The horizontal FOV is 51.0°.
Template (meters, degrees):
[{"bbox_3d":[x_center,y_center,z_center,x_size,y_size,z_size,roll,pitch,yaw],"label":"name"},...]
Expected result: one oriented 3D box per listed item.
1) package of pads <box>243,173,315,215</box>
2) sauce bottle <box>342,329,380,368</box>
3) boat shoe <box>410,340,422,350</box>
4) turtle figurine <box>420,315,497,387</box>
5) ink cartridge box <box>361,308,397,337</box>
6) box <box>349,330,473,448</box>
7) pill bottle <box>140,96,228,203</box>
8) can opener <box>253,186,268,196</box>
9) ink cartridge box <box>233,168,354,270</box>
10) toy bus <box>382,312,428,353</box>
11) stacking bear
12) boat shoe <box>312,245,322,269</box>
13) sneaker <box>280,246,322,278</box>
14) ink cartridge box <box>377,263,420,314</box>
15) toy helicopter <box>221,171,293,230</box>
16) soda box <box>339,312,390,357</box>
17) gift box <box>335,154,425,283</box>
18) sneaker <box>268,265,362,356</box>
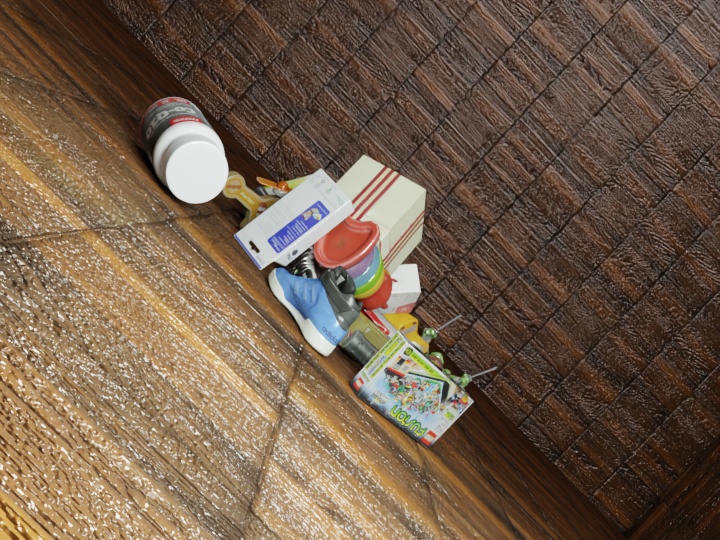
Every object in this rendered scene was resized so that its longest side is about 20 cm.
[{"bbox_3d":[-0.143,-0.144,1.630,0.154,0.195,0.070,32,46,-75],"label":"package of pads"},{"bbox_3d":[0.053,0.180,1.253,0.200,0.066,0.066,47,3,-7],"label":"sauce bottle"},{"bbox_3d":[0.122,0.228,1.525,0.067,0.073,0.202,-88,162,-45],"label":"boat shoe"},{"bbox_3d":[0.187,0.204,1.718,0.194,0.196,0.147,-36,113,-64],"label":"turtle figurine"},{"bbox_3d":[0.021,0.122,1.525,0.116,0.067,0.200,47,4,34],"label":"ink cartridge box"},{"bbox_3d":[0.082,0.187,1.158,0.200,0.110,0.035,42,4,-39],"label":"box"},{"bbox_3d":[-0.278,-0.191,1.190,0.114,0.114,0.200,42,4,-37],"label":"pill bottle"},{"bbox_3d":[-0.158,-0.079,1.535,0.202,0.053,0.067,56,17,-2],"label":"can opener"},{"bbox_3d":[-0.115,-0.082,1.311,0.100,0.198,0.039,47,-11,31],"label":"ink cartridge box"},{"bbox_3d":[0.067,0.123,1.679,0.064,0.080,0.199,-16,33,-36],"label":"toy bus"},{"bbox_3d":[0.000,0.000,1.373,0.120,0.115,0.201,27,-18,35],"label":"stacking bear"},{"bbox_3d":[-0.119,-0.036,1.707,0.061,0.071,0.202,47,10,-17],"label":"boat shoe"},{"bbox_3d":[-0.085,0.035,1.362,0.116,0.075,0.201,50,11,-23],"label":"sneaker"},{"bbox_3d":[0.019,0.044,1.598,0.117,0.194,0.069,106,-20,-64],"label":"ink cartridge box"},{"bbox_3d":[-0.186,-0.128,1.410,0.079,0.132,0.200,47,4,40],"label":"toy helicopter"},{"bbox_3d":[0.028,0.145,1.376,0.200,0.064,0.068,42,4,-45],"label":"soda box"},{"bbox_3d":[0.025,-0.086,1.491,0.198,0.187,0.187,30,-31,26],"label":"gift box"},{"bbox_3d":[-0.065,0.032,1.174,0.077,0.111,0.200,41,5,-41],"label":"sneaker"}]
